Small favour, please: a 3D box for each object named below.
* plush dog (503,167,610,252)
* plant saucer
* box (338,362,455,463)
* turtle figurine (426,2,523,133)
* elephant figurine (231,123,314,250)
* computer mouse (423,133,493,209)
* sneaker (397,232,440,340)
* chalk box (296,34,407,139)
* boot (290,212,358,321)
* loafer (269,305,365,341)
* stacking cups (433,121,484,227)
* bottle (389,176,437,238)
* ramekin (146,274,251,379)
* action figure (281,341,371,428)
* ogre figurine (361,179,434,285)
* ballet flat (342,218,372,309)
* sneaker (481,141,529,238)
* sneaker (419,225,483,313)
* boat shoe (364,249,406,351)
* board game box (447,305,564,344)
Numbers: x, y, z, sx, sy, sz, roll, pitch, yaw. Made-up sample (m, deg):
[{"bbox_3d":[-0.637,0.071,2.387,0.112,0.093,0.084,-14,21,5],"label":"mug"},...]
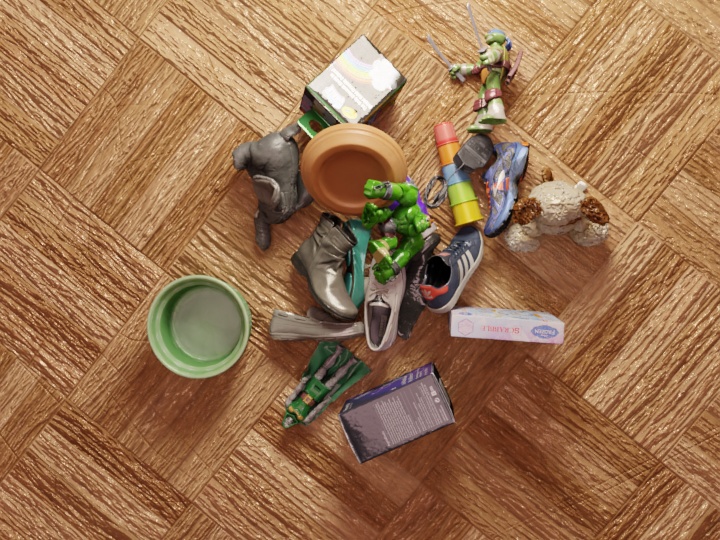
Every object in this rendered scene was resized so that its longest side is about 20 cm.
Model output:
[{"bbox_3d":[0.367,-0.118,1.655,0.200,0.172,0.161,-5,92,5],"label":"plush dog"},{"bbox_3d":[-0.013,-0.177,1.643,0.200,0.037,0.200,2,130,3],"label":"plant saucer"},{"bbox_3d":[0.071,0.270,1.704,0.200,0.148,0.104,-24,90,4],"label":"box"},{"bbox_3d":[0.208,-0.365,1.667,0.144,0.200,0.194,-8,79,42],"label":"turtle figurine"},{"bbox_3d":[-0.158,-0.156,1.714,0.141,0.155,0.200,-18,89,-8],"label":"elephant figurine"},{"bbox_3d":[0.182,-0.185,1.679,0.059,0.034,0.200,44,69,2],"label":"computer mouse"},{"bbox_3d":[0.116,0.031,1.737,0.104,0.060,0.200,41,100,5],"label":"sneaker"},{"bbox_3d":[-0.031,-0.318,1.675,0.200,0.124,0.125,-44,90,-13],"label":"chalk box"},{"bbox_3d":[-0.047,-0.011,1.694,0.131,0.068,0.200,-52,59,23],"label":"boot"},{"bbox_3d":[-0.086,0.103,1.733,0.200,0.070,0.070,-1,83,19],"label":"loafer"},{"bbox_3d":[0.183,-0.187,1.721,0.060,0.061,0.200,-16,91,4],"label":"stacking cups"},{"bbox_3d":[0.070,-0.146,1.728,0.083,0.065,0.200,-39,90,11],"label":"bottle"},{"bbox_3d":[-0.308,0.107,1.748,0.200,0.098,0.200,0,93,4],"label":"ramekin"},{"bbox_3d":[-0.087,0.236,1.761,0.118,0.055,0.200,40,95,6],"label":"action figure"},{"bbox_3d":[0.064,-0.085,1.633,0.120,0.098,0.200,-29,105,-32],"label":"ogre figurine"},{"bbox_3d":[0.000,0.000,1.742,0.070,0.067,0.201,0,95,-13],"label":"ballet flat"},{"bbox_3d":[0.267,-0.157,1.713,0.078,0.075,0.200,14,77,14],"label":"sneaker"},{"bbox_3d":[0.170,-0.020,1.679,0.075,0.085,0.200,1,52,37],"label":"sneaker"},{"bbox_3d":[0.039,0.055,1.695,0.072,0.066,0.200,11,98,16],"label":"boat shoe"},{"bbox_3d":[0.264,0.099,1.659,0.199,0.200,0.041,4,93,5],"label":"board game box"}]
